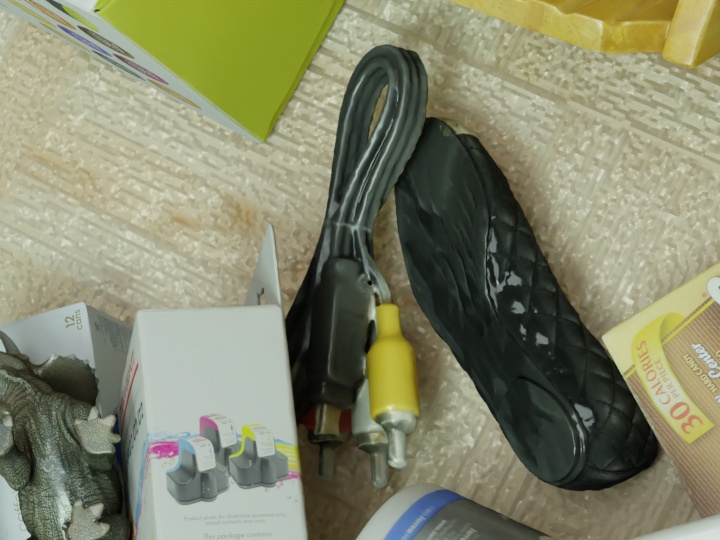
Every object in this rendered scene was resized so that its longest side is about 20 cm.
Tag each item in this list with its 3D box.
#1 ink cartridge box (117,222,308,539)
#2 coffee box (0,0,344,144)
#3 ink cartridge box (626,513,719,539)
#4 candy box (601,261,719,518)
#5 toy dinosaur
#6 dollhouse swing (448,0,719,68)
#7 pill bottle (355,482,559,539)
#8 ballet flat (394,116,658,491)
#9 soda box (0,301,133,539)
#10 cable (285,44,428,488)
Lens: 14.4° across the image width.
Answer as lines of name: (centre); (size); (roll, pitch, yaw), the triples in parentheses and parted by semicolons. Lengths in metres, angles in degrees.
ink cartridge box: (-0.067, 0.091, 1.251); (0.068, 0.115, 0.201); (-1, 65, -11)
coffee box: (-0.105, -0.209, 1.325); (0.197, 0.200, 0.200); (29, 87, 24)
ink cartridge box: (0.116, 0.179, 1.088); (0.199, 0.084, 0.146); (-16, 75, 7)
candy box: (0.218, 0.029, 1.221); (0.200, 0.055, 0.116); (-32, 66, 10)
toy dinosaur: (-0.128, 0.110, 1.253); (0.077, 0.102, 0.201); (-16, 80, 2)
dollhouse swing: (0.107, -0.219, 1.257); (0.199, 0.182, 0.176); (22, 121, 24)
pill bottle: (0.089, 0.177, 1.203); (0.199, 0.114, 0.114); (23, 86, 24)
ballet flat: (0.069, 0.016, 1.295); (0.066, 0.057, 0.200); (-46, 57, 37)
soda box: (-0.130, 0.122, 1.329); (0.068, 0.064, 0.201); (-16, 71, 17)
cable: (0.000, 0.000, 1.318); (0.097, 0.050, 0.201); (-13, 64, 55)
